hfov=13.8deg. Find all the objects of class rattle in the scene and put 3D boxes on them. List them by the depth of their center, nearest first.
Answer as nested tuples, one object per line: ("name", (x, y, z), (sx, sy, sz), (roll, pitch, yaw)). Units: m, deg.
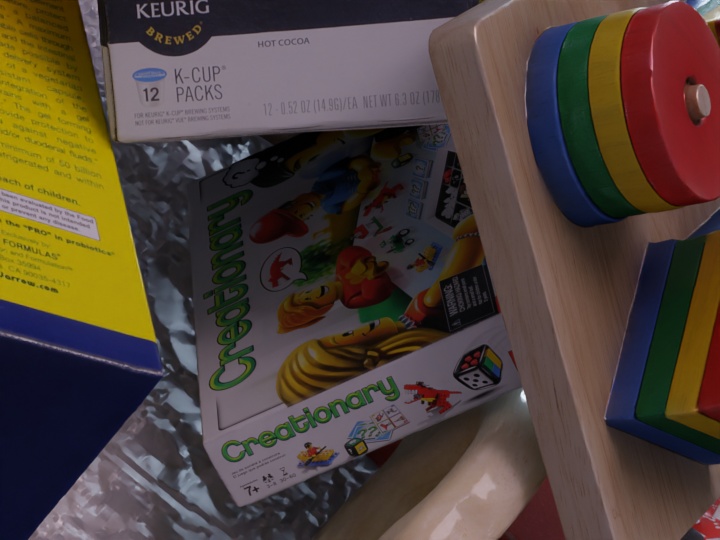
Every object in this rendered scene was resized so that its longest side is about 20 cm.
("rattle", (0.063, 0.099, 1.082), (0.143, 0.130, 0.200), (35, 35, 4))

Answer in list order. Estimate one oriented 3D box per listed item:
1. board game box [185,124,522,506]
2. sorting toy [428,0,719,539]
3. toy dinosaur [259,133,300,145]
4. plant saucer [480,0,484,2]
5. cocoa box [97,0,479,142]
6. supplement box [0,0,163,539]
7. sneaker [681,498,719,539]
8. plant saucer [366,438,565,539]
("board game box", (0.000, 0.000, 1.110), (0.200, 0.126, 0.035), (-100, 164, -61))
("sorting toy", (0.120, -0.017, 1.052), (0.199, 0.069, 0.200), (-34, 111, -58))
("toy dinosaur", (-0.023, -0.088, 1.274), (0.136, 0.086, 0.200), (69, 1, -78))
("plant saucer", (0.028, -0.209, 1.491), (0.200, 0.048, 0.200), (33, 34, -12))
("cocoa box", (-0.025, -0.129, 1.096), (0.133, 0.132, 0.200), (-4, 11, 2))
("supplement box", (-0.156, -0.017, 1.016), (0.109, 0.109, 0.200), (17, 39, -33))
("sneaker", (0.140, 0.089, 1.171), (0.108, 0.067, 0.202), (33, 33, -20))
("plant saucer", (0.075, 0.064, 1.223), (0.200, 0.037, 0.200), (43, 32, 3))
